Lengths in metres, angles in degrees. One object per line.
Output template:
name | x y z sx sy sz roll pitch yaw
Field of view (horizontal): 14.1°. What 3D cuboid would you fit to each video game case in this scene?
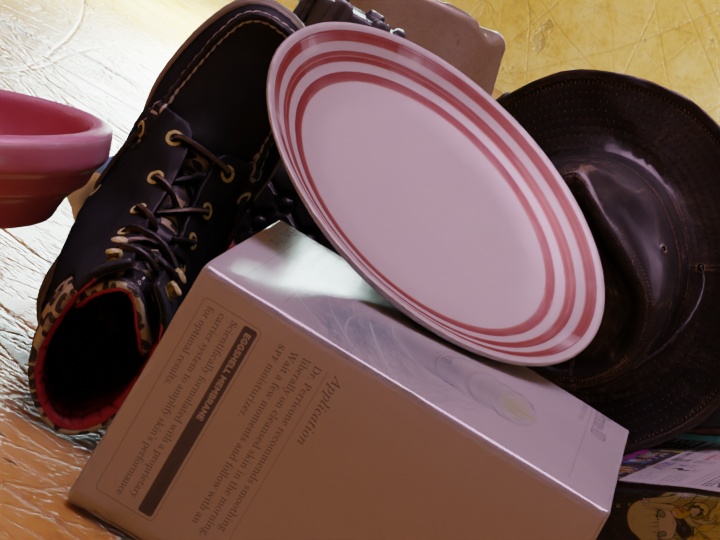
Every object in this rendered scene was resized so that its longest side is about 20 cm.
video game case | 0.154 0.112 1.549 0.180 0.036 0.200 4 7 25

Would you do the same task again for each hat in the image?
hat | 0.108 -0.002 1.467 0.200 0.201 0.081 32 8 12

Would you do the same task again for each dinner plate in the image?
dinner plate | 0.032 -0.033 1.359 0.200 0.024 0.201 29 37 -25

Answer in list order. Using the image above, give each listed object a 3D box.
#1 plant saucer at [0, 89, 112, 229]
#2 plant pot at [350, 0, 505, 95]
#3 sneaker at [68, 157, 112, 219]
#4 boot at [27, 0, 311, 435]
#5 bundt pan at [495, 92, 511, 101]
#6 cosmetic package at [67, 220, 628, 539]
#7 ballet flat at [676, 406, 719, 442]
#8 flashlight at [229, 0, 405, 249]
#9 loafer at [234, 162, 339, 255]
plant saucer | -0.221 -0.058 1.403 0.199 0.051 0.201 8 11 -1
plant pot | 0.003 -0.094 1.912 0.199 0.184 0.200 24 -1 0
sneaker | -0.104 0.007 1.532 0.200 0.072 0.072 -119 -175 -51
boot | -0.087 -0.023 1.343 0.073 0.204 0.154 32 13 -10
bundt pan | 0.097 0.002 1.645 0.201 0.202 0.076 32 52 9
cosmetic package | 0.004 0.085 1.285 0.199 0.123 0.199 32 9 3
ballet flat | 0.114 0.057 1.573 0.199 0.069 0.068 -1 6 6
flashlight | -0.042 -0.058 1.649 0.068 0.201 0.068 36 10 33
loafer | -0.006 0.036 1.505 0.201 0.068 0.070 63 7 15
